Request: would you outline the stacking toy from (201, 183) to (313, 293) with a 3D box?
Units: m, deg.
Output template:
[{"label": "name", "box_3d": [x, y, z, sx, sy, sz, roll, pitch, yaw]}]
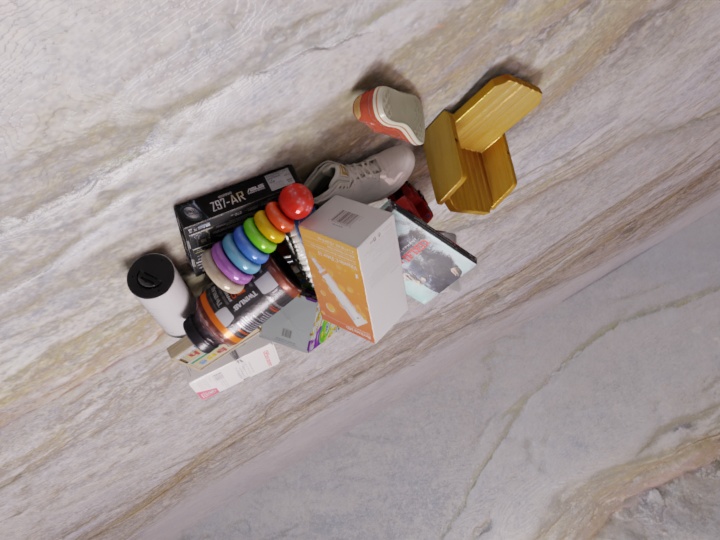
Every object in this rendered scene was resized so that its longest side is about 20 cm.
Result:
[{"label": "stacking toy", "box_3d": [-0.150, -0.055, 1.041, 0.199, 0.086, 0.085, -40, 157, 13]}]

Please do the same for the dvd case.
[{"label": "dvd case", "box_3d": [0.083, -0.026, 1.172, 0.199, 0.022, 0.146, 33, 131, -21]}]

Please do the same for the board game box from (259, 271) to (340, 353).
[{"label": "board game box", "box_3d": [-0.096, 0.069, 1.291, 0.200, 0.104, 0.104, -29, 134, -69]}]

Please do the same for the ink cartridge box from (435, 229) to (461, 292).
[{"label": "ink cartridge box", "box_3d": [0.117, -0.019, 1.311, 0.067, 0.117, 0.200, -10, -170, -20]}]

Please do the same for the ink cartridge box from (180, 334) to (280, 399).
[{"label": "ink cartridge box", "box_3d": [-0.293, 0.198, 1.516, 0.198, 0.083, 0.147, -25, 158, -11]}]

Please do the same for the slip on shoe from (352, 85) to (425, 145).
[{"label": "slip on shoe", "box_3d": [0.051, -0.239, 1.045, 0.061, 0.075, 0.199, -1, 180, 28]}]

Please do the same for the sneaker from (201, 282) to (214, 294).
[{"label": "sneaker", "box_3d": [-0.195, 0.036, 1.276, 0.198, 0.076, 0.088, -11, 171, -38]}]

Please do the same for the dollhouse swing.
[{"label": "dollhouse swing", "box_3d": [0.241, -0.216, 1.199, 0.175, 0.184, 0.199, -20, 168, 38]}]

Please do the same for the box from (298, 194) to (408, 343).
[{"label": "box", "box_3d": [-0.008, -0.002, 1.095, 0.097, 0.124, 0.202, -42, 137, -33]}]

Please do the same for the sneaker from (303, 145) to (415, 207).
[{"label": "sneaker", "box_3d": [-0.004, -0.156, 1.127, 0.199, 0.074, 0.116, -32, 161, 9]}]

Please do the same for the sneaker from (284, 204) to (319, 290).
[{"label": "sneaker", "box_3d": [-0.072, -0.036, 1.155, 0.089, 0.079, 0.201, -33, 147, -12]}]

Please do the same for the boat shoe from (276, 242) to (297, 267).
[{"label": "boat shoe", "box_3d": [-0.080, -0.068, 1.228, 0.198, 0.072, 0.063, -23, 148, -10]}]

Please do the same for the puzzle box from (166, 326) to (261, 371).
[{"label": "puzzle box", "box_3d": [-0.250, 0.116, 1.264, 0.199, 0.026, 0.133, -33, 160, 0]}]

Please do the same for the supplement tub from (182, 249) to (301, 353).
[{"label": "supplement tub", "box_3d": [-0.204, 0.054, 1.144, 0.199, 0.107, 0.107, -39, 158, 4]}]

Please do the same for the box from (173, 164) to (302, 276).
[{"label": "box", "box_3d": [-0.192, -0.079, 1.096, 0.198, 0.044, 0.161, -24, 158, -16]}]

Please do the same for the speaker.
[{"label": "speaker", "box_3d": [-0.329, 0.048, 1.149, 0.081, 0.082, 0.200, -26, 158, -9]}]

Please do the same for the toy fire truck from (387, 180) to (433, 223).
[{"label": "toy fire truck", "box_3d": [0.089, -0.112, 1.242, 0.049, 0.142, 0.200, -35, 148, 16]}]
